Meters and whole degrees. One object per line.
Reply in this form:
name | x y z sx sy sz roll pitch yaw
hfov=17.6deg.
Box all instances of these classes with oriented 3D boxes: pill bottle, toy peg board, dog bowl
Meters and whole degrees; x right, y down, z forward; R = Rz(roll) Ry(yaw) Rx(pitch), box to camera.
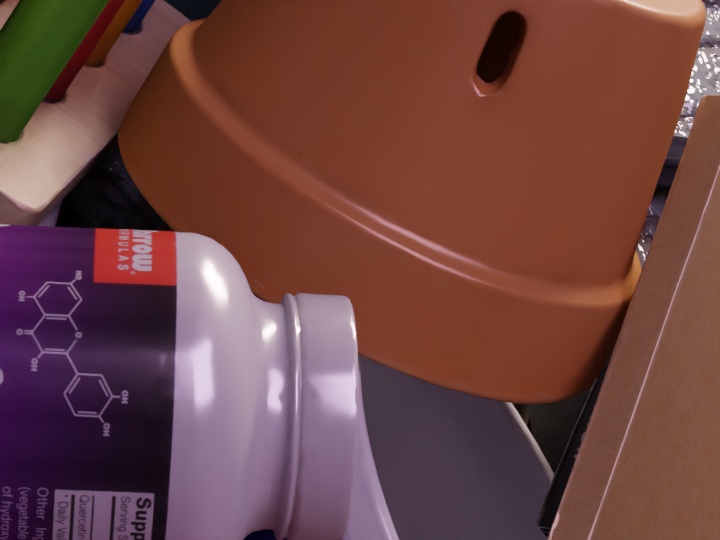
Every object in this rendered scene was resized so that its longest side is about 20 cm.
pill bottle | -0.104 0.042 0.708 0.200 0.112 0.113 2 60 -7
toy peg board | -0.148 -0.138 0.860 0.200 0.098 0.199 37 28 -2
dog bowl | 0.019 0.114 0.839 0.200 0.079 0.200 51 21 -29

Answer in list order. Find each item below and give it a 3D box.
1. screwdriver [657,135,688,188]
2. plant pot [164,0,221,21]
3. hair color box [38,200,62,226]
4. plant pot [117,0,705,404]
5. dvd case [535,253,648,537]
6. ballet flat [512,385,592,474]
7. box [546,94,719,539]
screwdriver | 0.099 -0.054 1.088 0.200 0.028 0.029 1 35 -36
plant pot | -0.012 -0.160 1.002 0.141 0.141 0.200 -26 84 -42
hair color box | -0.175 0.022 0.828 0.101 0.061 0.200 27 51 -21
plant pot | 0.032 -0.066 0.840 0.200 0.140 0.200 25 20 -10
dvd case | 0.153 0.089 0.948 0.200 0.025 0.150 46 59 -40
ballet flat | 0.089 0.106 0.960 0.067 0.064 0.200 -4 91 -64
box | 0.129 0.060 0.864 0.164 0.021 0.200 50 56 -50
